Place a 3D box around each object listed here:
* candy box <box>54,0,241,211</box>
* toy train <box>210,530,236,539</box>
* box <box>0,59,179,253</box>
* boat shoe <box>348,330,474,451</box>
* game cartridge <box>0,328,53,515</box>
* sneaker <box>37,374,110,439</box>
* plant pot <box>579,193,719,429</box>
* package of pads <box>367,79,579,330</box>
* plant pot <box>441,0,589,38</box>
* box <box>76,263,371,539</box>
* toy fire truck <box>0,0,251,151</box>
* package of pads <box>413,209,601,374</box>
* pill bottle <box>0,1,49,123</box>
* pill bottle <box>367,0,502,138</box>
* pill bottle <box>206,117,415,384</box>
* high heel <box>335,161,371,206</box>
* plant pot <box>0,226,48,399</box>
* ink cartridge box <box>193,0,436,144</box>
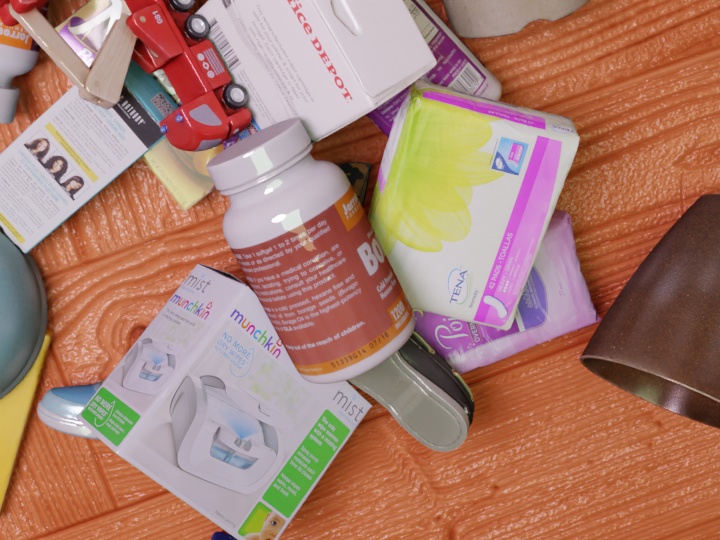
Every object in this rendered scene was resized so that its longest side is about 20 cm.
[{"bbox_3d":[-0.180,-0.170,0.936,0.116,0.056,0.200,-37,105,1],"label":"candy box"},{"bbox_3d":[-0.078,0.353,1.048,0.199,0.085,0.116,22,108,-11],"label":"toy train"},{"bbox_3d":[-0.256,-0.105,0.904,0.200,0.049,0.082,-34,105,25],"label":"box"},{"bbox_3d":[0.027,0.081,0.947,0.201,0.061,0.072,47,120,-2],"label":"boat shoe"},{"bbox_3d":[-0.411,0.129,0.981,0.175,0.032,0.201,17,96,-11],"label":"game cartridge"},{"bbox_3d":[-0.206,0.092,0.977,0.199,0.080,0.131,3,103,-18],"label":"sneaker"},{"bbox_3d":[0.342,0.034,0.998,0.186,0.187,0.201,26,82,-12],"label":"plant pot"},{"bbox_3d":[0.086,-0.055,0.893,0.154,0.068,0.201,13,116,-4],"label":"package of pads"},{"bbox_3d":[0.124,-0.315,0.893,0.200,0.201,0.184,-20,115,-3],"label":"plant pot"},{"bbox_3d":[-0.118,0.126,0.917,0.177,0.097,0.200,-52,127,-14],"label":"box"},{"bbox_3d":[-0.190,-0.176,0.816,0.141,0.049,0.201,-34,100,-35],"label":"toy fire truck"},{"bbox_3d":[0.128,0.025,1.008,0.199,0.076,0.121,-20,101,-3],"label":"package of pads"},{"bbox_3d":[-0.327,-0.236,0.875,0.109,0.110,0.201,13,99,-10],"label":"pill bottle"},{"bbox_3d":[0.026,-0.200,0.929,0.112,0.112,0.200,-45,103,3],"label":"pill bottle"},{"bbox_3d":[-0.043,-0.017,0.829,0.112,0.112,0.201,-27,107,-1],"label":"pill bottle"},{"bbox_3d":[0.000,0.000,0.984,0.142,0.071,0.200,-38,95,8],"label":"high heel"},{"bbox_3d":[-0.383,0.036,0.886,0.199,0.134,0.201,1,86,-12],"label":"plant pot"},{"bbox_3d":[-0.050,-0.185,0.840,0.084,0.200,0.146,-37,101,-32],"label":"ink cartridge box"}]
